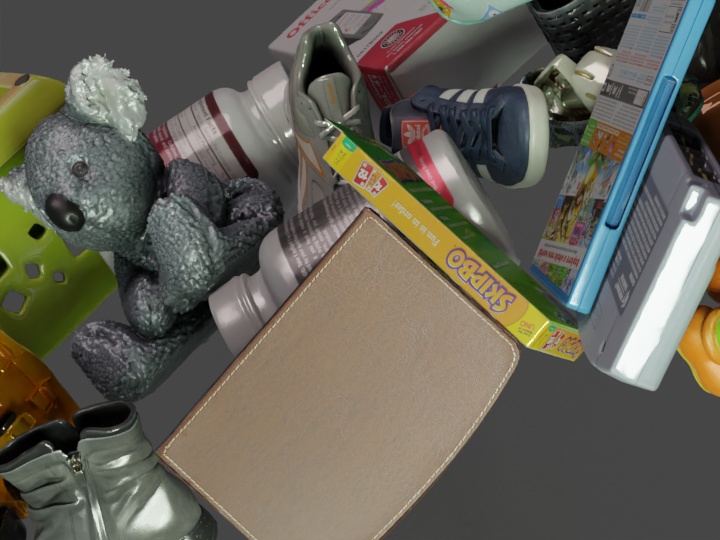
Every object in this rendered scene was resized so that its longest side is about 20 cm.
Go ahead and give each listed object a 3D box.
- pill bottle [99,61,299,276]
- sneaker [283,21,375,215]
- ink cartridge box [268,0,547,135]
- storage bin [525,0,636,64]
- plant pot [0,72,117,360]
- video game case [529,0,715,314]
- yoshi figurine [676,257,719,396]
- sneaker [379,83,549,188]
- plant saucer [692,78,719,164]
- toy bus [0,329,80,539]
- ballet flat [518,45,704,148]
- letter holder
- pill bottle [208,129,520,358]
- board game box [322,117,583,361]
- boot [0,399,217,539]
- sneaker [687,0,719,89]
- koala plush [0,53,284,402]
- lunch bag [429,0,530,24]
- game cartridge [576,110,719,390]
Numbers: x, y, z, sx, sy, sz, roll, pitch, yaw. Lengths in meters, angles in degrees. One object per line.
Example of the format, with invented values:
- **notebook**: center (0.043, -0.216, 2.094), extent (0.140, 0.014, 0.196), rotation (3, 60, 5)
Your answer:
- **pill bottle**: center (-0.121, -0.074, 1.645), extent (0.199, 0.115, 0.114), rotation (-32, 28, 5)
- **sneaker**: center (-0.019, -0.093, 1.513), extent (0.075, 0.092, 0.201), rotation (-13, 60, -7)
- **ink cartridge box**: center (0.037, -0.187, 1.678), extent (0.148, 0.086, 0.199), rotation (-44, 30, -17)
- **storage bin**: center (0.223, -0.225, 1.523), extent (0.199, 0.094, 0.135), rotation (-31, 28, 6)
- **plant pot**: center (-0.307, -0.056, 1.750), extent (0.199, 0.182, 0.199), rotation (-46, 31, -22)
- **video game case**: center (0.160, -0.080, 1.275), extent (0.143, 0.018, 0.202), rotation (-118, 49, -80)
- **yoshi figurine**: center (0.275, 0.021, 1.114), extent (0.111, 0.114, 0.199), rotation (-5, -10, -36)
- **sneaker**: center (0.069, -0.097, 1.466), extent (0.084, 0.076, 0.200), rotation (0, 2, -18)
- **plant saucer**: center (0.251, -0.075, 1.319), extent (0.199, 0.038, 0.201), rotation (-26, 30, 16)
- **toy bus**: center (-0.323, 0.160, 1.512), extent (0.191, 0.136, 0.201), rotation (-30, 21, 44)
- **ballet flat**: center (0.161, -0.120, 1.405), extent (0.074, 0.074, 0.200), rotation (-44, 14, -17)
- **letter holder**: center (-0.007, 0.084, 1.287), extent (0.200, 0.142, 0.101), rotation (-49, -3, 0)
- **pill bottle**: center (0.000, 0.000, 1.399), extent (0.199, 0.111, 0.111), rotation (-31, 28, 7)
- **board game box**: center (0.055, -0.020, 1.275), extent (0.030, 0.095, 0.200), rotation (-48, 68, 10)
- **boot**: center (-0.205, 0.166, 1.344), extent (0.199, 0.132, 0.070), rotation (-30, 28, 8)
- **sneaker**: center (0.272, -0.180, 1.407), extent (0.199, 0.084, 0.077), rotation (-17, 32, 30)
- **koala plush**: center (-0.170, -0.044, 1.514), extent (0.178, 0.200, 0.184), rotation (-55, -8, 35)
- **lunch bag**: center (0.113, -0.279, 1.456), extent (0.199, 0.161, 0.077), rotation (-22, 30, 25)
- **game cartridge**: center (0.170, -0.010, 1.207), extent (0.200, 0.040, 0.134), rotation (-87, 23, -71)
